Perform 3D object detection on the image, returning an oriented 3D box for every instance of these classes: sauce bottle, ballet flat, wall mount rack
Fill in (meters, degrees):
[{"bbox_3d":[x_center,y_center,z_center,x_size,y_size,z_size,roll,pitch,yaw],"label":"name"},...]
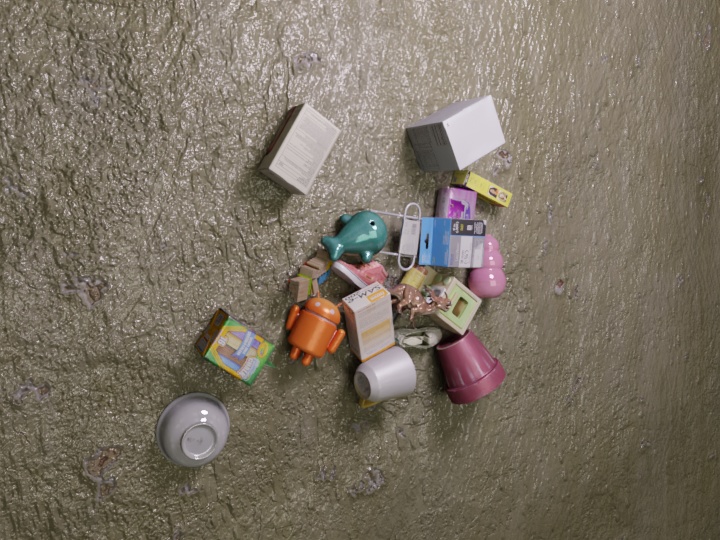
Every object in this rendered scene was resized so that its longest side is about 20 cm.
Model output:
[{"bbox_3d":[0.133,0.073,1.796,0.066,0.066,0.202,35,84,-27],"label":"sauce bottle"},{"bbox_3d":[0.186,0.218,1.847,0.196,0.071,0.074,0,98,-28],"label":"ballet flat"},{"bbox_3d":[0.107,-0.106,1.759,0.171,0.074,0.205,6,95,-32],"label":"wall mount rack"}]

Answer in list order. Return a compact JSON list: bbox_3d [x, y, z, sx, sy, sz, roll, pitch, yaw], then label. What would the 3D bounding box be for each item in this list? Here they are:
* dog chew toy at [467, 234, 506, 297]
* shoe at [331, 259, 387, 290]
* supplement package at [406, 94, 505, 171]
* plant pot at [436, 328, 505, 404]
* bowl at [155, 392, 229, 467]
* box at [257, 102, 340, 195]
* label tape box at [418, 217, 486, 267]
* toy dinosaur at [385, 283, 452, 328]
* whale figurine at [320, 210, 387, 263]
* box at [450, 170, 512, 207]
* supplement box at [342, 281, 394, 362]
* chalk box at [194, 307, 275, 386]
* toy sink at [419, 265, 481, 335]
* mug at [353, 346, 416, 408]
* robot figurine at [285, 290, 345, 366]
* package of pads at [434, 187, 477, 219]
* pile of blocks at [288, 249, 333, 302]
[{"bbox_3d":[0.411,-0.014,1.906,0.122,0.124,0.205,2,88,-27],"label":"dog chew toy"},{"bbox_3d":[0.000,0.000,1.709,0.199,0.071,0.092,37,77,-39],"label":"shoe"},{"bbox_3d":[0.279,-0.399,1.731,0.189,0.199,0.149,-31,110,-19],"label":"supplement package"},{"bbox_3d":[0.337,0.297,1.877,0.198,0.199,0.182,-30,95,-20],"label":"plant pot"},{"bbox_3d":[-0.429,0.431,1.540,0.197,0.090,0.206,-4,99,-28],"label":"bowl"},{"bbox_3d":[-0.163,-0.319,1.561,0.127,0.108,0.203,32,82,-27],"label":"box"},{"bbox_3d":[0.279,-0.083,1.770,0.196,0.063,0.148,0,97,-26],"label":"label tape box"},{"bbox_3d":[0.158,0.082,1.734,0.198,0.086,0.137,35,79,-13],"label":"toy dinosaur"},{"bbox_3d":[-0.012,-0.097,1.653,0.197,0.104,0.161,-21,75,-29],"label":"whale figurine"},{"bbox_3d":[0.389,-0.262,1.881,0.197,0.075,0.051,20,90,-29],"label":"box"},{"bbox_3d":[0.026,0.151,1.712,0.124,0.073,0.203,-25,130,-22],"label":"supplement box"},{"bbox_3d":[-0.315,0.212,1.549,0.199,0.124,0.125,39,79,-25],"label":"chalk box"},{"bbox_3d":[0.262,0.091,1.841,0.199,0.112,0.132,38,80,-26],"label":"toy sink"},{"bbox_3d":[0.063,0.335,1.736,0.151,0.148,0.191,-12,108,-38],"label":"mug"},{"bbox_3d":[-0.131,0.163,1.644,0.116,0.142,0.203,33,81,-48],"label":"robot figurine"},{"bbox_3d":[0.292,-0.155,1.843,0.118,0.075,0.205,4,95,-29],"label":"package of pads"},{"bbox_3d":[-0.141,0.011,1.642,0.200,0.061,0.083,-45,143,-39],"label":"pile of blocks"}]
